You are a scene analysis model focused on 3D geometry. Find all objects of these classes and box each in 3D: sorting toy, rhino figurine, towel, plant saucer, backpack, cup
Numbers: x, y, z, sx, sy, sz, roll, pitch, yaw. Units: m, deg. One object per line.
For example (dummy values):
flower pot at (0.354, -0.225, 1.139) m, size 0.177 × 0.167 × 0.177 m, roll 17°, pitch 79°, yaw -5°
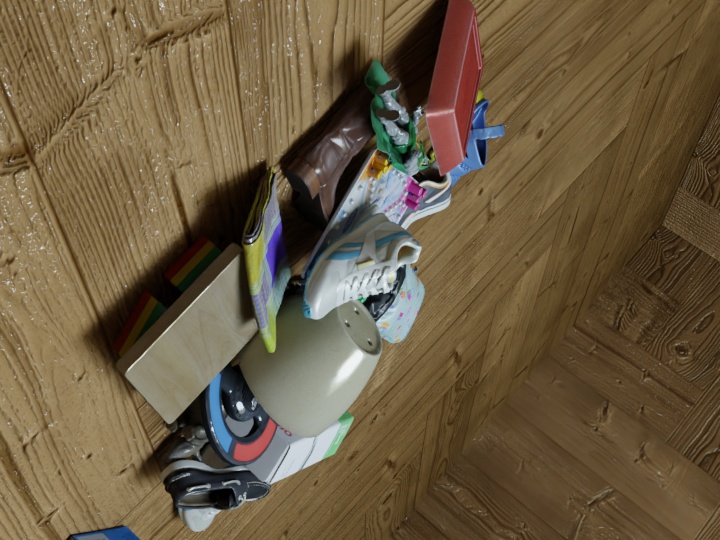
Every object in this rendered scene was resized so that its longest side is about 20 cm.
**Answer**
sorting toy at (-0.216, 0.069, 1.288) m, size 0.199 × 0.069 × 0.200 m, roll -48°, pitch 160°, yaw -15°
rhino figurine at (-0.234, 0.221, 1.510) m, size 0.087 × 0.060 × 0.201 m, roll -9°, pitch 134°, yaw -58°
towel at (-0.115, -0.013, 1.295) m, size 0.144 × 0.023 × 0.201 m, roll -81°, pitch 170°, yaw -48°
plant saucer at (0.137, -0.259, 1.450) m, size 0.200 × 0.036 × 0.201 m, roll 60°, pitch 41°, yaw -68°
backpack at (0.028, 0.042, 1.699) m, size 0.167 × 0.126 × 0.200 m, roll -55°, pitch 163°, yaw -5°
cup at (-0.055, 0.109, 1.433) m, size 0.143 × 0.201 × 0.200 m, roll -32°, pitch 168°, yaw 23°

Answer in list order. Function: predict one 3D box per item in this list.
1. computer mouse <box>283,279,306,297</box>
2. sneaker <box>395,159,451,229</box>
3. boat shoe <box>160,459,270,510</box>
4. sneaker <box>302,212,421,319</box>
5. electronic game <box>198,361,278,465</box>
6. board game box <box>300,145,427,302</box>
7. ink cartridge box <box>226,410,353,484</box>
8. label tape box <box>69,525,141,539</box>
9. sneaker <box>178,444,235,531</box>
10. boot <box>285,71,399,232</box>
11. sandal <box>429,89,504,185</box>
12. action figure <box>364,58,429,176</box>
computer mouse at (-0.119, 0.101, 1.588) m, size 0.201 × 0.044 × 0.109 m, roll -59°, pitch 160°, yaw 15°
sneaker at (0.060, -0.111, 1.594) m, size 0.199 × 0.078 × 0.080 m, roll -32°, pitch 140°, yaw -33°
boat shoe at (-0.208, 0.330, 1.556) m, size 0.074 × 0.060 × 0.199 m, roll -46°, pitch 140°, yaw 19°
sneaker at (0.000, 0.000, 1.361) m, size 0.200 × 0.081 × 0.077 m, roll -42°, pitch 154°, yaw -33°
electronic game at (-0.164, 0.171, 1.453) m, size 0.200 × 0.041 × 0.202 m, roll 12°, pitch 77°, yaw -64°
board game box at (0.011, -0.056, 1.455) m, size 0.201 × 0.026 × 0.200 m, roll -60°, pitch 157°, yaw 1°
ink cartridge box at (-0.125, 0.243, 1.656) m, size 0.084 × 0.146 × 0.200 m, roll -60°, pitch 159°, yaw 20°
label tape box at (-0.416, 0.479, 1.523) m, size 0.201 × 0.063 × 0.144 m, roll -56°, pitch 159°, yaw 6°
sneaker at (-0.234, 0.361, 1.685) m, size 0.076 × 0.081 × 0.201 m, roll -28°, pitch 149°, yaw -51°
boot at (-0.010, -0.159, 1.394) m, size 0.200 × 0.064 × 0.187 m, roll -53°, pitch 162°, yaw -16°
sandal at (0.167, -0.191, 1.684) m, size 0.079 × 0.087 × 0.201 m, roll -27°, pitch 149°, yaw -53°
action figure at (0.056, -0.175, 1.342) m, size 0.200 × 0.054 × 0.119 m, roll 47°, pitch 44°, yaw -67°
